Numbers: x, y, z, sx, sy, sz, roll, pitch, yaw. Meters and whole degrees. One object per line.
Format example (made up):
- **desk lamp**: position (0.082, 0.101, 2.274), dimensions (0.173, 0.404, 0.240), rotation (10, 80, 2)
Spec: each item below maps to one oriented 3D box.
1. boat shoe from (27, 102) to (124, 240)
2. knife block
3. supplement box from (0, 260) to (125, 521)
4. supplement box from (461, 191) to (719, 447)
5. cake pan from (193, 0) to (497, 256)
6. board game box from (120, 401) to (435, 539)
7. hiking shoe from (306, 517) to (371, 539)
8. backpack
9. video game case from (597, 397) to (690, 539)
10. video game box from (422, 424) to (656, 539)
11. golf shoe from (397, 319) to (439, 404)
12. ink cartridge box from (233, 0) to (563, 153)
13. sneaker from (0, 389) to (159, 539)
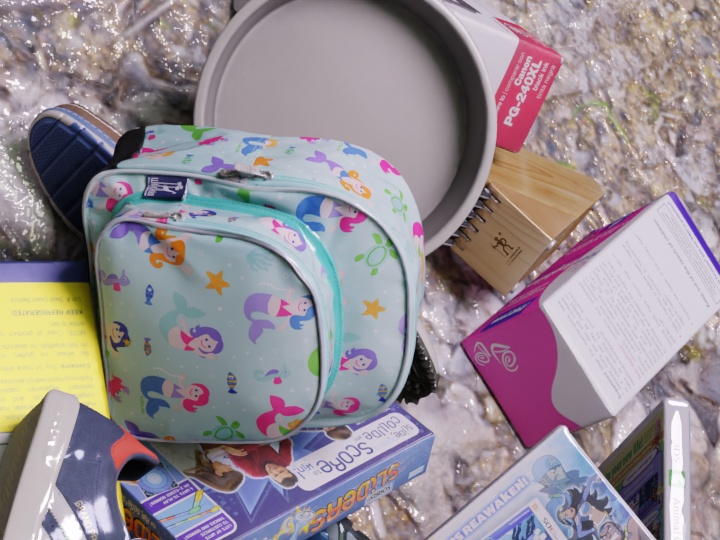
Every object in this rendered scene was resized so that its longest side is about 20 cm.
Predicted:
- **boat shoe**: position (-0.133, -0.039, 1.020), dimensions (0.200, 0.072, 0.073), rotation (47, 39, -17)
- **knife block**: position (0.081, -0.072, 1.190), dimensions (0.175, 0.064, 0.200), rotation (44, 30, 7)
- **supplement box**: position (-0.209, 0.105, 0.865), dimensions (0.108, 0.109, 0.202), rotation (1, 71, -36)
- **supplement box**: position (0.188, 0.037, 1.211), dimensions (0.200, 0.101, 0.104), rotation (-38, 96, -41)
- **cake pan**: position (-0.011, -0.096, 1.017), dimensions (0.198, 0.037, 0.203), rotation (-1, 96, -7)
- **board game box**: position (-0.068, 0.113, 0.970), dimensions (0.199, 0.035, 0.135), rotation (-22, 46, -40)
- **hiking shoe**: position (-0.021, 0.217, 0.991), dimensions (0.200, 0.074, 0.087), rotation (45, 62, -5)
- **backpack**: position (-0.061, 0.011, 0.911), dimensions (0.197, 0.179, 0.151), rotation (2, 27, 2)
- **video game case**: position (0.186, 0.209, 1.079), dimensions (0.022, 0.200, 0.184), rotation (9, 63, -6)
- **video game box**: position (0.103, 0.227, 0.937), dimensions (0.199, 0.047, 0.183), rotation (-39, 86, 0)
- **golf shoe**: position (0.000, 0.000, 1.098), dimensions (0.201, 0.077, 0.088), rotation (53, 44, -8)
- **ink cartridge box**: position (0.026, -0.175, 1.138), dimensions (0.198, 0.084, 0.145), rotation (17, 19, -32)
- **sneaker**: position (-0.151, 0.159, 0.765), dimensions (0.084, 0.075, 0.202), rotation (28, 57, -20)
